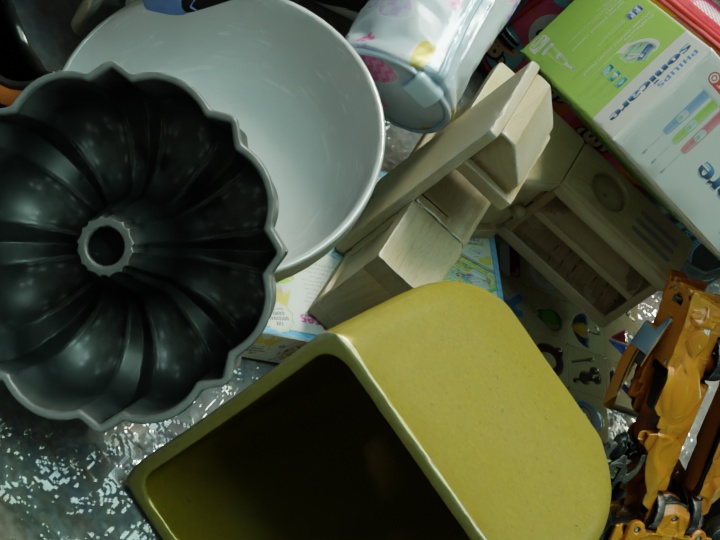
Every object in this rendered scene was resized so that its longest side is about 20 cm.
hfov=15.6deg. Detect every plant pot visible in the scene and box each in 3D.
[{"bbox_3d":[0.030,0.117,1.516,0.194,0.195,0.200,55,39,0],"label":"plant pot"}]

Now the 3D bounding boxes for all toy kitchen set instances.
[{"bbox_3d":[0.112,-0.017,1.615,0.180,0.163,0.200,42,47,-10],"label":"toy kitchen set"}]

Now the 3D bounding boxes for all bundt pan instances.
[{"bbox_3d":[-0.130,-0.012,1.469,0.202,0.202,0.076,61,11,7],"label":"bundt pan"}]

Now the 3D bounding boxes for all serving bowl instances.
[{"bbox_3d":[-0.086,-0.070,1.579,0.199,0.066,0.201,1,63,-3],"label":"serving bowl"}]

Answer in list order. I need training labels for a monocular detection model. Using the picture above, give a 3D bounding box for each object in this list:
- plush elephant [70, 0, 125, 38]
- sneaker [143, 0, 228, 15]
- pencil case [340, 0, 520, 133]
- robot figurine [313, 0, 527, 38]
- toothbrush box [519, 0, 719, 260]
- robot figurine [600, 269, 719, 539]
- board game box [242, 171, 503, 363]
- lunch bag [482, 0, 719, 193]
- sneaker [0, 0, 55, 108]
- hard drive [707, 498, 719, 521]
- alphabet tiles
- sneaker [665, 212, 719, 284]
[{"bbox_3d":[-0.166,-0.241,1.600,0.165,0.155,0.200,-43,56,-8],"label":"plush elephant"},{"bbox_3d":[-0.058,-0.201,1.579,0.078,0.070,0.200,16,33,18],"label":"sneaker"},{"bbox_3d":[0.064,-0.181,1.643,0.200,0.091,0.083,-57,134,-22],"label":"pencil case"},{"bbox_3d":[0.018,-0.220,1.749,0.200,0.150,0.125,24,82,-28],"label":"robot figurine"},{"bbox_3d":[0.202,-0.092,1.677,0.146,0.086,0.200,45,6,-23],"label":"toothbrush box"},{"bbox_3d":[0.208,0.104,1.687,0.145,0.200,0.058,12,19,-27],"label":"robot figurine"},{"bbox_3d":[0.000,0.000,1.658,0.200,0.034,0.135,12,58,-32],"label":"board game box"},{"bbox_3d":[0.202,-0.156,1.820,0.200,0.176,0.082,36,45,-18],"label":"lunch bag"},{"bbox_3d":[-0.242,-0.166,1.521,0.070,0.090,0.200,-31,87,-45],"label":"sneaker"},{"bbox_3d":[0.320,0.178,1.817,0.200,0.042,0.135,27,50,-24],"label":"hard drive"},{"bbox_3d":[0.110,0.026,1.759,0.200,0.006,0.167,19,55,-30],"label":"alphabet tiles"},{"bbox_3d":[0.294,-0.040,1.896,0.200,0.082,0.073,-24,80,-46],"label":"sneaker"}]
